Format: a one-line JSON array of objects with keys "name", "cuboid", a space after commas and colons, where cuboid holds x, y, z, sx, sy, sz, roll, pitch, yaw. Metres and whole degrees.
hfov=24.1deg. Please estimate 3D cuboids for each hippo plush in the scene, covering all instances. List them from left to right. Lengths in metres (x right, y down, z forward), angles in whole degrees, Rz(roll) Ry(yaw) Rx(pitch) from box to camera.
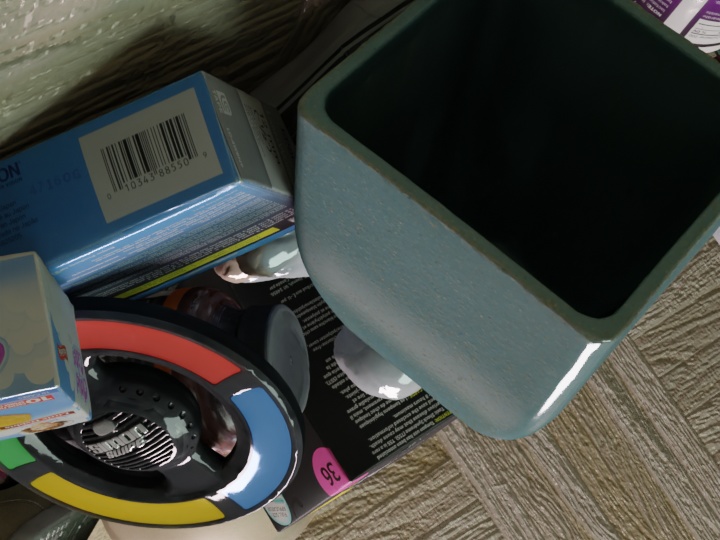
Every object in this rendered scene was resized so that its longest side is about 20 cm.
[{"name": "hippo plush", "cuboid": [0.000, 0.000, 1.112, 0.158, 0.162, 0.200, -16, -162, 31]}]

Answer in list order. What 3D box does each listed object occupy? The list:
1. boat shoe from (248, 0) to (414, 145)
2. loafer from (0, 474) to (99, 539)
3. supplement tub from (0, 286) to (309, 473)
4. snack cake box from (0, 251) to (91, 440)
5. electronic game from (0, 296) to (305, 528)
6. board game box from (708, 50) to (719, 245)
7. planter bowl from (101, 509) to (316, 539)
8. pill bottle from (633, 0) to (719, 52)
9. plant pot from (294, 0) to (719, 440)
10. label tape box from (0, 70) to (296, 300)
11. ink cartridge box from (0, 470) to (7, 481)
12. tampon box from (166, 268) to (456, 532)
[{"name": "boat shoe", "cuboid": [0.005, -0.110, 0.986, 0.200, 0.071, 0.072, -39, 168, 22]}, {"name": "loafer", "cuboid": [-0.224, 0.163, 1.176, 0.076, 0.069, 0.200, -58, 174, 5]}, {"name": "supplement tub", "cuboid": [-0.134, 0.067, 1.046, 0.198, 0.108, 0.107, -9, 177, 18]}, {"name": "snack cake box", "cuboid": [-0.236, 0.053, 0.802, 0.198, 0.068, 0.115, -12, 166, -4]}, {"name": "electronic game", "cuboid": [-0.129, 0.085, 0.953, 0.200, 0.199, 0.042, -44, -154, 42]}, {"name": "board game box", "cuboid": [0.321, -0.139, 1.481, 0.199, 0.200, 0.041, -25, 166, -44]}, {"name": "planter bowl", "cuboid": [-0.132, 0.125, 1.350, 0.199, 0.200, 0.135, -32, 142, -15]}, {"name": "pill bottle", "cuboid": [0.229, -0.217, 1.097, 0.112, 0.113, 0.200, -29, 169, -25]}, {"name": "plant pot", "cuboid": [0.082, -0.024, 0.927, 0.196, 0.195, 0.201, -44, 163, -32]}, {"name": "label tape box", "cuboid": [-0.107, -0.038, 0.915, 0.142, 0.067, 0.200, -23, 174, 11]}, {"name": "ink cartridge box", "cuboid": [-0.222, 0.103, 1.232, 0.116, 0.068, 0.200, -19, 162, -50]}, {"name": "tampon box", "cuboid": [-0.040, 0.060, 1.218, 0.126, 0.201, 0.150, -28, 171, -30]}]
